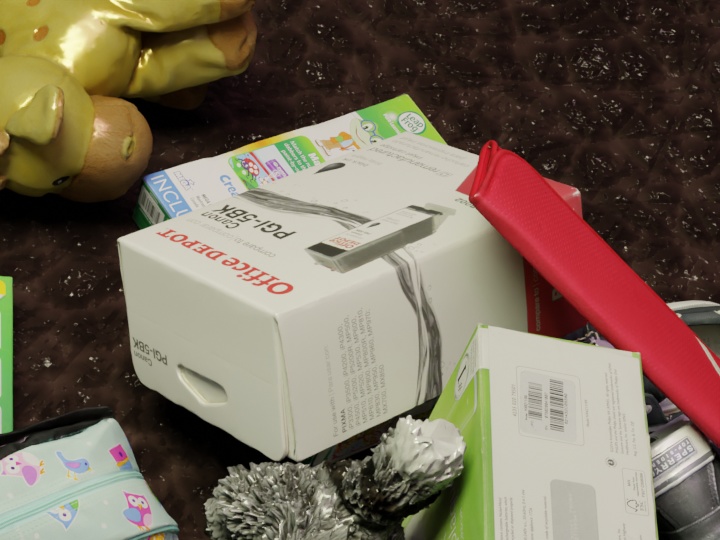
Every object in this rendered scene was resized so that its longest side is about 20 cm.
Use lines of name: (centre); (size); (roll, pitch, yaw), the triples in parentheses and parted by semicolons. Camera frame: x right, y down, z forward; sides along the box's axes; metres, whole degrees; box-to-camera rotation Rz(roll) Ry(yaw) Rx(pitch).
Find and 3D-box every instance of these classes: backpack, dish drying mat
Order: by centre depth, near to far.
backpack: (-0.180, 0.146, 0.856); (0.200, 0.167, 0.127); (-22, 82, -36)
dish drying mat: (0.129, 0.018, 0.917); (0.200, 0.018, 0.077); (45, 23, -11)

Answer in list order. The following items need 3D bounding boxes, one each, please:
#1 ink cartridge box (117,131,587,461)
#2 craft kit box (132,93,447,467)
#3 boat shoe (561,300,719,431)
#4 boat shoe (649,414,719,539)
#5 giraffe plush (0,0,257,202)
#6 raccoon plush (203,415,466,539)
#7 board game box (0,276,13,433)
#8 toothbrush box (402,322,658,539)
ink cartridge box: (-0.003, 0.006, 0.971); (0.200, 0.083, 0.147); (-23, 29, -33)
craft kit box: (0.000, 0.000, 1.101); (0.197, 0.049, 0.200); (-21, 62, -29)
boat shoe: (0.160, 0.056, 1.078); (0.200, 0.060, 0.076); (-17, 104, -31)
boat shoe: (0.173, 0.117, 0.995); (0.072, 0.200, 0.068); (-33, 84, 3)
giraffe plush: (-0.166, -0.110, 1.066); (0.200, 0.173, 0.162); (9, 57, -1)
raccoon plush: (-0.029, 0.155, 0.856); (0.097, 0.200, 0.134); (16, 59, -9)
board game box: (-0.281, 0.056, 0.964); (0.200, 0.029, 0.135); (4, 52, -17)
toothbrush box: (0.066, 0.145, 0.899); (0.086, 0.200, 0.146); (10, 51, -10)
